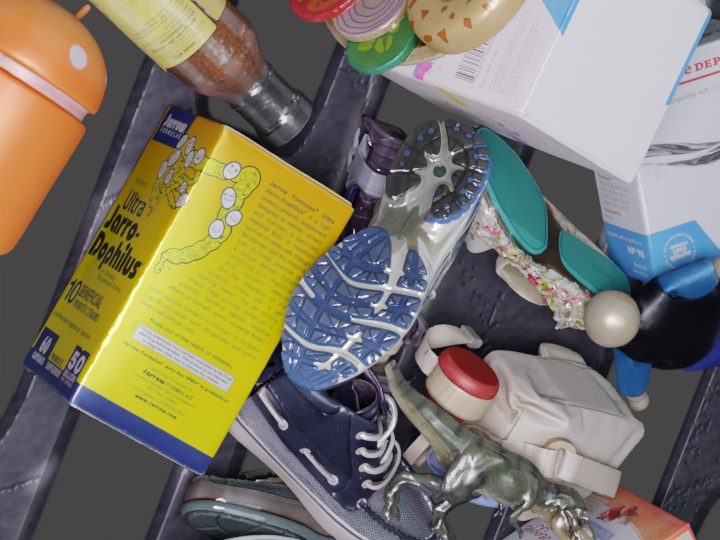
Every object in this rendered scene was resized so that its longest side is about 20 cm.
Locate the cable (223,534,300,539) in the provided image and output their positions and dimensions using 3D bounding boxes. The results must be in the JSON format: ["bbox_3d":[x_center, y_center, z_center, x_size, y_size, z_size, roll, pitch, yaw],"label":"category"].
[{"bbox_3d":[-0.078,0.271,1.695,0.199,0.069,0.201,-26,127,0],"label":"cable"}]

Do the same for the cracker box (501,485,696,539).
[{"bbox_3d":[0.130,0.233,1.774,0.199,0.134,0.058,-33,112,-15],"label":"cracker box"}]

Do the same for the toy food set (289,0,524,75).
[{"bbox_3d":[0.039,-0.220,1.613,0.049,0.197,0.202,25,65,-47],"label":"toy food set"}]

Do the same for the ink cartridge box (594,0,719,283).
[{"bbox_3d":[0.224,-0.103,1.784,0.115,0.067,0.202,-18,108,-19],"label":"ink cartridge box"}]

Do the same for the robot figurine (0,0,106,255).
[{"bbox_3d":[-0.233,-0.091,1.555,0.143,0.116,0.201,33,86,-27],"label":"robot figurine"}]

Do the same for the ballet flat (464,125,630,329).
[{"bbox_3d":[0.111,-0.019,1.743,0.200,0.064,0.076,45,39,-31],"label":"ballet flat"}]

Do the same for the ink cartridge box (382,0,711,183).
[{"bbox_3d":[0.101,-0.160,1.658,0.125,0.199,0.129,26,89,-43],"label":"ink cartridge box"}]

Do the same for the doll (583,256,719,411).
[{"bbox_3d":[0.227,0.042,1.781,0.199,0.049,0.137,6,125,-48],"label":"doll"}]

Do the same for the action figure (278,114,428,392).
[{"bbox_3d":[0.000,0.000,1.709,0.129,0.069,0.201,17,97,-33],"label":"action figure"}]

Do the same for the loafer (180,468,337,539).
[{"bbox_3d":[-0.035,0.165,1.733,0.199,0.072,0.063,20,65,-31],"label":"loafer"}]

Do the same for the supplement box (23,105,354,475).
[{"bbox_3d":[-0.113,0.010,1.634,0.109,0.109,0.201,31,87,-26],"label":"supplement box"}]

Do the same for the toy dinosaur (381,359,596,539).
[{"bbox_3d":[0.063,0.137,1.658,0.200,0.048,0.088,37,110,-24],"label":"toy dinosaur"}]

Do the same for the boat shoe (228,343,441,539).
[{"bbox_3d":[-0.001,0.120,1.672,0.200,0.093,0.075,39,50,-21],"label":"boat shoe"}]

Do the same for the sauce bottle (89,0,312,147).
[{"bbox_3d":[-0.112,-0.156,1.625,0.066,0.066,0.200,-48,114,-8],"label":"sauce bottle"}]

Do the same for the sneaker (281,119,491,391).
[{"bbox_3d":[0.023,0.003,1.626,0.077,0.085,0.200,32,73,17],"label":"sneaker"}]

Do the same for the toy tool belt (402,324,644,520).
[{"bbox_3d":[0.095,0.122,1.738,0.199,0.125,0.123,11,121,-47],"label":"toy tool belt"}]
